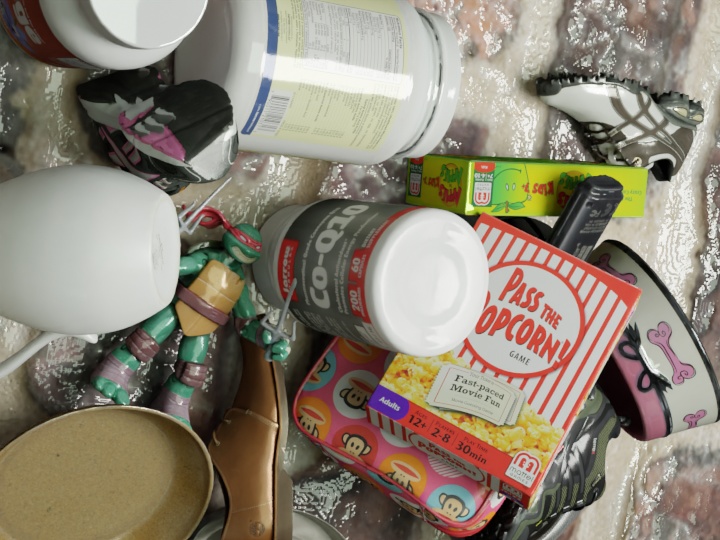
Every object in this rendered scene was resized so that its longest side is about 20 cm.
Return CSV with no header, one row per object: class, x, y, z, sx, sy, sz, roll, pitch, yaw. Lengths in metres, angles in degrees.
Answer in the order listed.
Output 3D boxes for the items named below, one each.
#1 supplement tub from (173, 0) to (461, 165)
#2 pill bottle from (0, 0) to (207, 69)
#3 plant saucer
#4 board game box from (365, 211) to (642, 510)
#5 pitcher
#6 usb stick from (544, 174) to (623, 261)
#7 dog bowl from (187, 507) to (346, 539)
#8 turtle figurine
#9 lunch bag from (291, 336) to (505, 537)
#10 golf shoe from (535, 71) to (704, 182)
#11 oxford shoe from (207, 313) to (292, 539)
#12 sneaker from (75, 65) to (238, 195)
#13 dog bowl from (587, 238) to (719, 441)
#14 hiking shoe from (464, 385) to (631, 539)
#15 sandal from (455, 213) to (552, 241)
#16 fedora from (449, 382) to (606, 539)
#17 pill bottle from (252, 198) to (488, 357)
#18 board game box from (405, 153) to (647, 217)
supplement tub,-0.035,-0.162,1.013,0.199,0.145,0.146,4,96,-30
pill bottle,-0.183,-0.199,0.892,0.112,0.200,0.113,-5,100,-29
plant saucer,-0.217,0.176,1.000,0.199,0.035,0.201,-14,128,-19
board game box,0.118,0.070,1.037,0.200,0.151,0.046,-58,164,-20
pitcher,-0.235,0.007,0.925,0.199,0.121,0.172,0,118,7
usb stick,0.174,0.001,1.136,0.055,0.033,0.201,-4,132,-38
dog bowl,-0.097,0.297,1.106,0.199,0.059,0.201,-5,100,-28
turtle figurine,-0.125,0.029,1.022,0.149,0.101,0.200,33,94,-15
lunch bag,0.059,0.111,1.090,0.177,0.200,0.082,-55,161,-12
golf shoe,0.249,-0.137,1.217,0.199,0.078,0.095,10,94,-29
oxford shoe,-0.095,0.132,1.053,0.071,0.071,0.201,0,72,-7
sneaker,-0.140,-0.093,0.940,0.080,0.200,0.087,-27,120,-17
dog bowl,0.253,0.074,1.194,0.074,0.200,0.201,-29,112,-5
hiking shoe,0.174,0.196,1.125,0.101,0.076,0.200,38,81,-25
sandal,0.137,-0.020,1.155,0.200,0.045,0.075,4,70,-50
fedora,0.138,0.172,1.198,0.176,0.090,0.201,18,92,-29
pill bottle,0.000,0.000,1.022,0.113,0.200,0.115,-5,98,-34
board game box,0.153,-0.078,1.157,0.199,0.101,0.048,0,98,-29
